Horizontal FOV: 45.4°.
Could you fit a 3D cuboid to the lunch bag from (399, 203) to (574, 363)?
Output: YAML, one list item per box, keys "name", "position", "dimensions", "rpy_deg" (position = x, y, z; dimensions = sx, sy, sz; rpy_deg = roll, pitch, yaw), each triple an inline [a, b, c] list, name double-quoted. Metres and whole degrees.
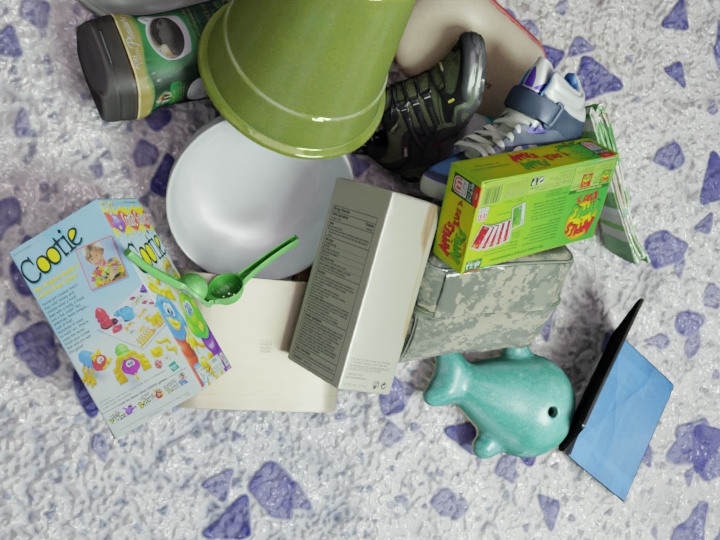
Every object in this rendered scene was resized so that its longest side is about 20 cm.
- name: "lunch bag"
  position: [0.116, 0.024, 0.977]
  dimensions: [0.199, 0.140, 0.168]
  rpy_deg: [-3, 124, -22]

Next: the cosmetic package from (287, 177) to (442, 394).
- name: "cosmetic package"
  position: [0.003, 0.015, 0.881]
  dimensions: [0.071, 0.105, 0.201]
  rpy_deg: [12, 97, -38]

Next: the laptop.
- name: "laptop"
  position: [0.349, 0.172, 1.110]
  dimensions: [0.115, 0.200, 0.188]
  rpy_deg: [27, 69, 12]

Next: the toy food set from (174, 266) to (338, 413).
- name: "toy food set"
  position: [-0.110, 0.076, 0.942]
  dimensions: [0.199, 0.060, 0.144]
  rpy_deg: [5, 95, -22]

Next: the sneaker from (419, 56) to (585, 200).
- name: "sneaker"
  position: [0.154, -0.154, 0.911]
  dimensions: [0.199, 0.081, 0.147]
  rpy_deg: [-9, 118, -29]

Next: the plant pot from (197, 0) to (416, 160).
- name: "plant pot"
  position: [-0.033, -0.236, 0.793]
  dimensions: [0.199, 0.190, 0.201]
  rpy_deg: [9, 63, -19]

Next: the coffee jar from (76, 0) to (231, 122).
- name: "coffee jar"
  position: [-0.187, -0.222, 0.893]
  dimensions: [0.199, 0.085, 0.105]
  rpy_deg: [-17, 74, -23]

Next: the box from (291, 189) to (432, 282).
- name: "box"
  position: [0.000, 0.000, 1.016]
  dimensions: [0.163, 0.021, 0.201]
  rpy_deg: [9, 87, -23]

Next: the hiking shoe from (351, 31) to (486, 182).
- name: "hiking shoe"
  position: [0.065, -0.185, 0.962]
  dimensions: [0.100, 0.200, 0.076]
  rpy_deg: [16, 41, -20]

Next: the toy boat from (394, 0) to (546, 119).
- name: "toy boat"
  position: [0.121, -0.278, 1.022]
  dimensions: [0.200, 0.130, 0.131]
  rpy_deg: [29, 39, -36]

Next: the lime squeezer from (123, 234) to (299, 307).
- name: "lime squeezer"
  position: [-0.145, 0.006, 0.845]
  dimensions: [0.199, 0.071, 0.038]
  rpy_deg: [-6, 50, -44]

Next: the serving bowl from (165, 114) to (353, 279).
- name: "serving bowl"
  position: [-0.109, -0.088, 0.919]
  dimensions: [0.199, 0.066, 0.201]
  rpy_deg: [-8, 125, -12]

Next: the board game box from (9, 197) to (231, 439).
- name: "board game box"
  position: [-0.228, 0.041, 0.839]
  dimensions: [0.105, 0.103, 0.201]
  rpy_deg: [-28, 92, 9]

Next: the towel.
- name: "towel"
  position: [0.310, -0.111, 1.084]
  dimensions: [0.023, 0.153, 0.201]
  rpy_deg: [-19, 98, 4]

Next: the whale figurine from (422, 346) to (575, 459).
- name: "whale figurine"
  position: [0.176, 0.154, 1.048]
  dimensions: [0.199, 0.104, 0.160]
  rpy_deg: [23, 82, -24]

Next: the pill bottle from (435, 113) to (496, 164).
- name: "pill bottle"
  position: [0.189, -0.119, 1.048]
  dimensions: [0.199, 0.111, 0.111]
  rpy_deg: [10, 86, -23]

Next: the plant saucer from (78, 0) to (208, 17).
- name: "plant saucer"
  position: [-0.226, -0.356, 0.900]
  dimensions: [0.199, 0.050, 0.201]
  rpy_deg: [0, 90, -24]

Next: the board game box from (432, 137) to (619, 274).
- name: "board game box"
  position: [0.172, -0.070, 0.885]
  dimensions: [0.199, 0.048, 0.102]
  rpy_deg: [-14, 129, -34]
